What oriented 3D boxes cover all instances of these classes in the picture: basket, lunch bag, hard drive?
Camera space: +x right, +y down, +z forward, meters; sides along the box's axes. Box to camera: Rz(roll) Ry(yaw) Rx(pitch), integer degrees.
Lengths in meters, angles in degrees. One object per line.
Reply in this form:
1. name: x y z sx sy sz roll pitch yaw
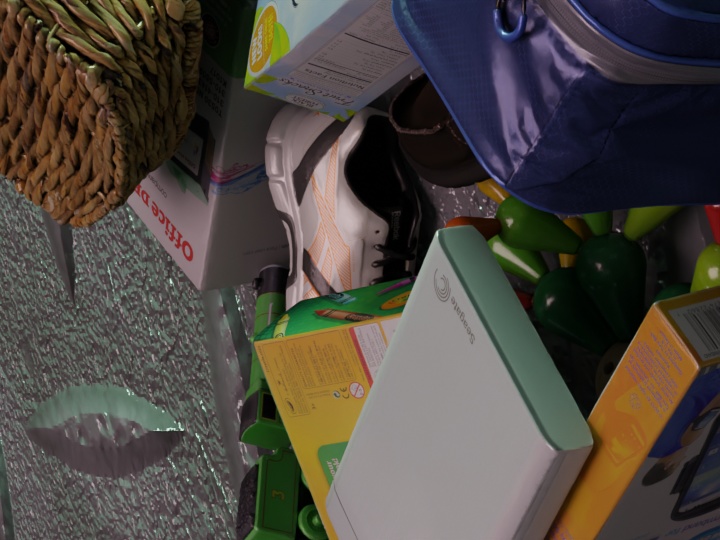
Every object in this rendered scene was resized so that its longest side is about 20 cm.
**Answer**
1. basket: -0.143 -0.133 1.211 0.142 0.149 0.200 39 154 4
2. lunch bag: 0.118 -0.116 0.850 0.136 0.199 0.133 59 134 27
3. hard drive: 0.040 0.097 1.004 0.133 0.026 0.201 63 146 36

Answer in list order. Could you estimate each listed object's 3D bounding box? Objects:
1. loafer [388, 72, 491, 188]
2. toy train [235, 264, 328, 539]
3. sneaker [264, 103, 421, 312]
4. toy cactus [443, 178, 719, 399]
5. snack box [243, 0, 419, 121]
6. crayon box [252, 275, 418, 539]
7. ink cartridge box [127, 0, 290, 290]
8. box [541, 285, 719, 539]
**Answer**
1. loafer: 0.065 -0.087 0.999 0.072 0.073 0.200 54 162 -17
2. toy train: -0.042 0.079 1.252 0.042 0.056 0.202 127 152 -50
3. sneaker: 0.000 0.000 1.212 0.080 0.073 0.202 -3 104 47
4. toy cactus: 0.122 0.023 1.015 0.199 0.102 0.167 -1 110 50
5. snack box: 0.019 -0.189 1.057 0.200 0.067 0.170 -34 45 58
6. crayon box: 0.035 0.107 1.122 0.118 0.058 0.202 -12 105 35
7. ink cartridge box: -0.084 -0.111 1.296 0.145 0.083 0.201 48 138 40
8. box: 0.147 0.080 0.952 0.042 0.118 0.201 55 143 31
